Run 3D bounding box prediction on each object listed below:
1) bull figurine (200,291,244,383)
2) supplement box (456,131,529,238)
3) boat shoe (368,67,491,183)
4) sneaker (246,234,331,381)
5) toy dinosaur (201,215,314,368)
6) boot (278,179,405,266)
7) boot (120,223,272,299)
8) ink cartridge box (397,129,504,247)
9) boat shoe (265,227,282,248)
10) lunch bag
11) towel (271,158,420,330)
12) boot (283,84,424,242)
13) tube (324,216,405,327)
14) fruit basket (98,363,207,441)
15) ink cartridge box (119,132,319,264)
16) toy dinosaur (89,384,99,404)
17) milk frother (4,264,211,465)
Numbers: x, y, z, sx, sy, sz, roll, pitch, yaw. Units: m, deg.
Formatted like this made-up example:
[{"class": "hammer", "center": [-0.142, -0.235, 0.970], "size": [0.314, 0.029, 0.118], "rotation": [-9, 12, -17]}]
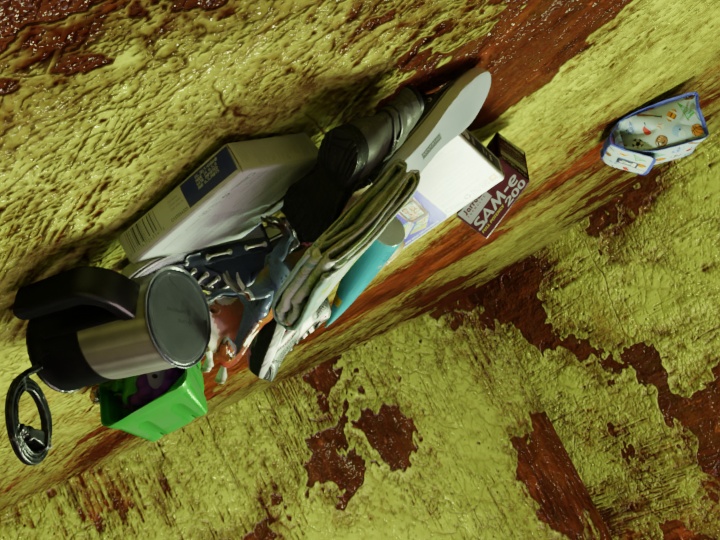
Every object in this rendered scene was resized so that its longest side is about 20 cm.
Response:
[{"class": "bull figurine", "center": [-0.180, 0.077, 1.354], "size": [0.064, 0.124, 0.199], "rotation": [15, -165, 21]}, {"class": "supplement box", "center": [0.200, -0.133, 1.505], "size": [0.109, 0.060, 0.200], "rotation": [-54, -175, 20]}, {"class": "boat shoe", "center": [0.075, -0.175, 1.187], "size": [0.201, 0.066, 0.070], "rotation": [-50, 153, -10]}, {"class": "sneaker", "center": [-0.082, 0.061, 1.318], "size": [0.085, 0.080, 0.203], "rotation": [19, 103, -26]}, {"class": "toy dinosaur", "center": [-0.110, 0.030, 1.190], "size": [0.196, 0.185, 0.105], "rotation": [8, 176, -8]}, {"class": "boot", "center": [0.007, -0.076, 1.314], "size": [0.173, 0.067, 0.200], "rotation": [-19, 148, 22]}, {"class": "boot", "center": [-0.196, 0.000, 1.256], "size": [0.198, 0.091, 0.073], "rotation": [-25, 171, -23]}, {"class": "ink cartridge box", "center": [0.066, -0.131, 1.354], "size": [0.197, 0.044, 0.199], "rotation": [-34, 138, 22]}, {"class": "boat shoe", "center": [-0.131, -0.018, 1.429], "size": [0.197, 0.069, 0.074], "rotation": [-28, 171, -5]}, {"class": "lunch bag", "center": [0.608, -0.277, 2.082], "size": [0.197, 0.126, 0.170], "rotation": [-15, 172, 5]}, {"class": "towel", "center": [-0.018, -0.025, 1.114], "size": [0.171, 0.048, 0.200], "rotation": [-46, 179, -27]}, {"class": "boot", "center": [-0.003, -0.115, 1.106], "size": [0.130, 0.068, 0.200], "rotation": [-35, 171, -37]}, {"class": "tube", "center": [0.000, 0.000, 1.318], "size": [0.078, 0.050, 0.201], "rotation": [-56, 179, -40]}, {"class": "fruit basket", "center": [-0.307, 0.103, 1.316], "size": [0.154, 0.218, 0.215], "rotation": [-28, 171, 8]}, {"class": "ink cartridge box", "center": [-0.142, -0.085, 1.117], "size": [0.195, 0.044, 0.199], "rotation": [-35, 173, 32]}, {"class": "toy dinosaur", "center": [-0.411, 0.214, 1.870], "size": [0.134, 0.104, 0.200], "rotation": [-6, -159, 36]}, {"class": "milk frother", "center": [-0.291, 0.106, 1.116], "size": [0.185, 0.204, 0.180], "rotation": [-13, 165, 28]}]
